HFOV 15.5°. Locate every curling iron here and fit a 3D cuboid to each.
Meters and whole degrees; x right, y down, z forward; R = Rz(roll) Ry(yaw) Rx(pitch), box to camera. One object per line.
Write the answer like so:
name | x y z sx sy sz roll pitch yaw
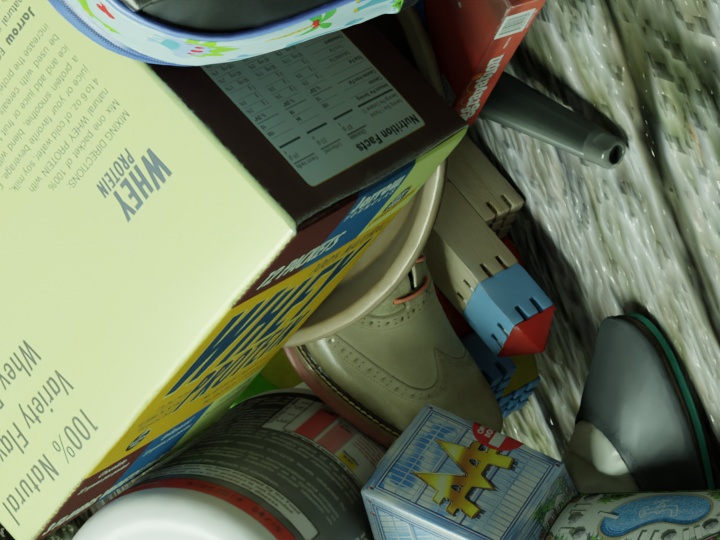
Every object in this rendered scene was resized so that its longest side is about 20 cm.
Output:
curling iron | 0.035 -0.072 1.098 0.200 0.050 0.026 21 180 42

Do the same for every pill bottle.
pill bottle | -0.038 0.117 1.125 0.116 0.116 0.200 63 -154 -5

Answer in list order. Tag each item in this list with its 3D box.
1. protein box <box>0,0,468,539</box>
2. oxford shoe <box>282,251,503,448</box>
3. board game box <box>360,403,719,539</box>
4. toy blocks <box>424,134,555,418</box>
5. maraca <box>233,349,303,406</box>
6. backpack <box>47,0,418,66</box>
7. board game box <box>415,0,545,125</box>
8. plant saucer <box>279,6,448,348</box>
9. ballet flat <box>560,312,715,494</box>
protein box | -0.108 -0.045 1.011 0.200 0.135 0.199 47 124 8
oxford shoe | 0.000 0.000 1.118 0.200 0.070 0.075 49 128 -7
board game box | 0.094 0.148 1.090 0.200 0.062 0.200 -6 122 39
toy blocks | 0.029 0.017 1.215 0.137 0.100 0.200 50 144 19
maraca | -0.012 0.069 1.352 0.137 0.107 0.200 22 -169 17
backpack | -0.032 -0.165 0.881 0.183 0.200 0.147 63 166 -8
board game box | 0.008 -0.163 1.040 0.200 0.019 0.103 64 156 17
plant saucer | -0.049 -0.067 1.070 0.200 0.029 0.200 10 112 27
ballet flat | 0.123 0.115 1.133 0.073 0.073 0.200 37 152 58
